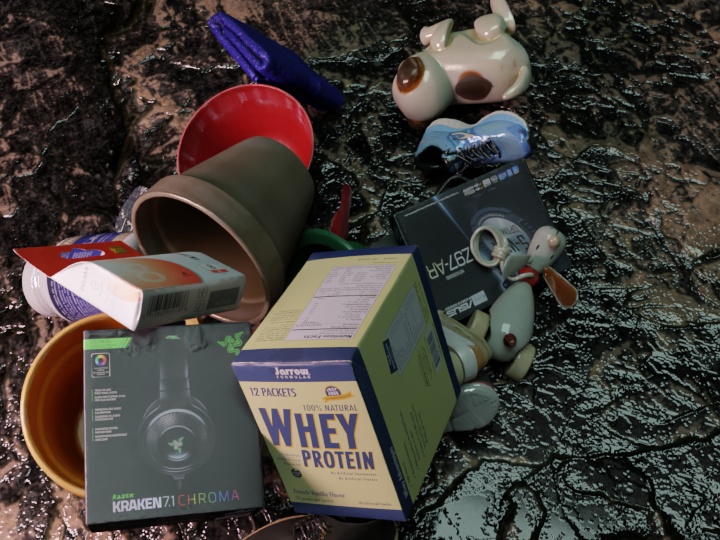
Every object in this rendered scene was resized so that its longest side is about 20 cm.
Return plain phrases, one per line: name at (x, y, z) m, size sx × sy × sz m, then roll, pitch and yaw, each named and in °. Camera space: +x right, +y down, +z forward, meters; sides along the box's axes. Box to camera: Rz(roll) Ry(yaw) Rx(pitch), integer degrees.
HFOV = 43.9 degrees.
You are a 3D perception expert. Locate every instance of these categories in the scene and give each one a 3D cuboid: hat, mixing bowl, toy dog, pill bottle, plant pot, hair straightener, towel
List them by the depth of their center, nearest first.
plant pot at (-0.278, 0.171, 1.033) m, size 0.197 × 0.183 × 0.204 m, roll 4°, pitch 69°, yaw -12°
plant pot at (-0.146, -0.065, 1.085) m, size 0.198 × 0.202 × 0.174 m, roll 25°, pitch 53°, yaw 18°
toy dog at (0.201, 0.034, 1.109) m, size 0.130 × 0.096 × 0.204 m, roll 9°, pitch 82°, yaw -7°
pill bottle at (-0.339, 0.011, 1.163) m, size 0.197 × 0.116 × 0.117 m, roll -3°, pitch 55°, yaw 31°
hat at (0.000, 0.000, 1.196) m, size 0.164 × 0.203 × 0.175 m, roll 5°, pitch 18°, yaw 36°
hair straightener at (0.093, -0.069, 1.226) m, size 0.198 × 0.077 × 0.041 m, roll -33°, pitch 51°, yaw -14°
mixing bowl at (-0.148, -0.148, 1.263) m, size 0.197 × 0.108 × 0.204 m, roll -3°, pitch 73°, yaw 11°
toy dog at (0.143, -0.286, 1.327) m, size 0.197 × 0.140 × 0.196 m, roll -19°, pitch 55°, yaw 1°
towel at (-0.127, -0.304, 1.329) m, size 0.148 × 0.199 × 0.050 m, roll 45°, pitch 105°, yaw 29°

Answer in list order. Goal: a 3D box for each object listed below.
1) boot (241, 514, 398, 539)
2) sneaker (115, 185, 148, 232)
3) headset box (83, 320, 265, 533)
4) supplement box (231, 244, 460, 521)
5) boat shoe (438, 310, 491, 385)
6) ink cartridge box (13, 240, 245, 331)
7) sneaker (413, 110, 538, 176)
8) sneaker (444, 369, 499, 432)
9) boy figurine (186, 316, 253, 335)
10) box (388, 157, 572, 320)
boot at (-0.059, 0.287, 0.988) m, size 0.197 × 0.139 × 0.078 m, roll -15°, pitch 58°, yaw -3°
sneaker at (-0.273, -0.051, 1.255) m, size 0.199 × 0.086 × 0.078 m, roll 32°, pitch 89°, yaw 44°
headset box at (-0.192, 0.152, 0.910) m, size 0.171 × 0.093 × 0.203 m, roll -1°, pitch 70°, yaw -14°
supplement box at (-0.004, 0.113, 0.934) m, size 0.132 × 0.202 × 0.200 m, roll -4°, pitch 30°, yaw 28°
boat shoe at (0.083, 0.086, 1.114) m, size 0.068 × 0.076 × 0.199 m, roll -20°, pitch 30°, yaw -26°
ink cartridge box at (-0.247, -0.007, 0.966) m, size 0.198 × 0.161 × 0.051 m, roll 29°, pitch 110°, yaw 27°
sneaker at (0.157, -0.162, 1.243) m, size 0.198 × 0.079 × 0.090 m, roll 0°, pitch 41°, yaw 45°
sneaker at (0.073, 0.165, 1.105) m, size 0.197 × 0.078 × 0.082 m, roll -8°, pitch 25°, yaw 8°
boy figurine at (-0.223, 0.099, 1.159) m, size 0.197 × 0.065 × 0.126 m, roll 10°, pitch 70°, yaw 8°
box at (0.157, -0.036, 1.183) m, size 0.197 × 0.044 × 0.162 m, roll -23°, pitch 86°, yaw -10°
